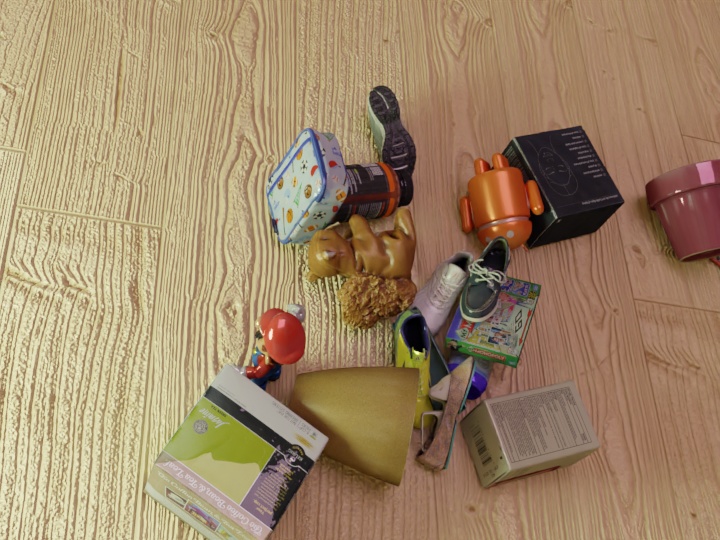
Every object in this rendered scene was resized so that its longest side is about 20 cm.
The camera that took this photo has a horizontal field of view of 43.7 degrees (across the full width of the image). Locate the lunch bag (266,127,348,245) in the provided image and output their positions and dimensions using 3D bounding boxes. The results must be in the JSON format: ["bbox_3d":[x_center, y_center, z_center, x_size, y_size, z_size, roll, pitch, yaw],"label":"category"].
[{"bbox_3d":[-0.102,-0.149,1.615,0.074,0.200,0.163,3,58,-35],"label":"lunch bag"}]

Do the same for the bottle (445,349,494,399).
[{"bbox_3d":[0.214,0.136,1.650,0.082,0.066,0.202,25,55,1],"label":"bottle"}]

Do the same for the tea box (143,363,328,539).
[{"bbox_3d":[-0.187,0.293,1.354,0.198,0.134,0.198,35,53,2],"label":"tea box"}]

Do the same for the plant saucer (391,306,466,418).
[{"bbox_3d":[0.123,0.168,1.595,0.019,0.070,0.203,-5,64,-51],"label":"plant saucer"}]

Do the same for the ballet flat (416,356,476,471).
[{"bbox_3d":[0.140,0.237,1.516,0.066,0.068,0.205,16,89,0],"label":"ballet flat"}]

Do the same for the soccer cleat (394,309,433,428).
[{"bbox_3d":[0.094,0.169,1.548,0.063,0.084,0.205,-4,83,-15],"label":"soccer cleat"}]

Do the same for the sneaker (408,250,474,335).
[{"bbox_3d":[0.152,0.033,1.665,0.077,0.100,0.202,31,54,-1],"label":"sneaker"}]

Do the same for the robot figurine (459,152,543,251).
[{"bbox_3d":[0.279,-0.127,1.786,0.140,0.116,0.205,-8,82,-17],"label":"robot figurine"}]

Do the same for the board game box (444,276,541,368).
[{"bbox_3d":[0.242,0.082,1.627,0.132,0.030,0.201,15,43,14],"label":"board game box"}]

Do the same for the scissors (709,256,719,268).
[{"bbox_3d":[0.832,0.019,2.001,0.072,0.014,0.203,-11,64,-29],"label":"scissors"}]

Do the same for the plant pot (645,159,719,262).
[{"bbox_3d":[0.735,-0.122,1.950,0.196,0.200,0.184,-5,78,-24],"label":"plant pot"}]

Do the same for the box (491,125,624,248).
[{"bbox_3d":[0.409,-0.176,1.877,0.196,0.125,0.200,-12,65,-28],"label":"box"}]

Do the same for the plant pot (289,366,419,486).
[{"bbox_3d":[-0.016,0.233,1.447,0.195,0.188,0.190,11,56,0],"label":"plant pot"}]

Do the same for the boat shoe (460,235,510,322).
[{"bbox_3d":[0.232,0.013,1.635,0.073,0.063,0.201,19,43,19],"label":"boat shoe"}]

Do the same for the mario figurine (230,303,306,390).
[{"bbox_3d":[-0.150,0.116,1.432,0.104,0.201,0.126,14,56,-13],"label":"mario figurine"}]

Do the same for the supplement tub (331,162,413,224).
[{"bbox_3d":[0.003,-0.149,1.706,0.196,0.107,0.109,-8,64,-29],"label":"supplement tub"}]

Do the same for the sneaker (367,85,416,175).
[{"bbox_3d":[0.062,-0.269,1.825,0.072,0.079,0.205,-13,83,-10],"label":"sneaker"}]

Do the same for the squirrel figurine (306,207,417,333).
[{"bbox_3d":[0.000,0.000,1.593,0.183,0.141,0.205,-1,69,-31],"label":"squirrel figurine"}]

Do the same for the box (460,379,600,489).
[{"bbox_3d":[0.294,0.285,1.568,0.196,0.109,0.130,-7,63,-25],"label":"box"}]
